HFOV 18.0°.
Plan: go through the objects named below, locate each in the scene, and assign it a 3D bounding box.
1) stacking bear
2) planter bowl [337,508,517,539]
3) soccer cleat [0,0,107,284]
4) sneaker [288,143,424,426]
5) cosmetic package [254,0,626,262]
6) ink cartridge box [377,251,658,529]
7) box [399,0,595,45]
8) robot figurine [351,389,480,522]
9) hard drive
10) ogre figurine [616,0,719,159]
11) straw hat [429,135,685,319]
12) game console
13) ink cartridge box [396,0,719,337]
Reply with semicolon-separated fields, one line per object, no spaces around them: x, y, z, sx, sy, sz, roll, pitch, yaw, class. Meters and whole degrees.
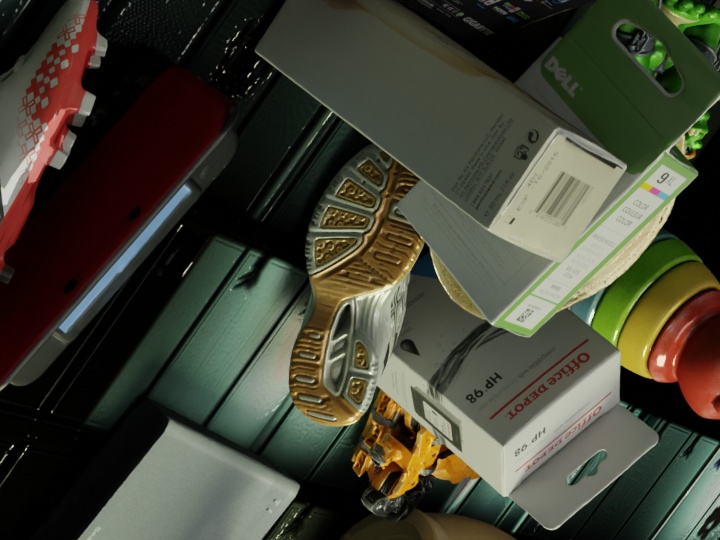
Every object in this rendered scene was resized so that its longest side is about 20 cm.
0.228;0.037;1.710;0.121;0.200;0.114;-29;144;-32;stacking bear
0.047;0.266;1.758;0.200;0.200;0.135;-47;124;-6;planter bowl
-0.195;-0.060;1.164;0.201;0.085;0.069;-66;-171;-6;soccer cleat
0.000;0.000;1.508;0.088;0.075;0.201;-53;163;-71;sneaker
0.046;-0.094;1.315;0.071;0.200;0.105;-56;151;9;cosmetic package
0.100;0.072;1.575;0.116;0.200;0.067;-37;147;-22;ink cartridge box
0.101;-0.205;1.286;0.198;0.050;0.200;-20;159;26;box
0.070;0.114;1.725;0.200;0.058;0.145;-14;134;-48;robot figurine
-0.134;0.170;1.536;0.140;0.033;0.200;-51;150;1;hard drive
0.205;-0.137;1.597;0.200;0.098;0.120;-59;168;-80;ogre figurine
0.109;-0.067;1.506;0.200;0.085;0.202;-17;126;-25;straw hat
-0.133;-0.009;1.250;0.200;0.119;0.172;-48;150;-3;game console
0.128;-0.067;1.356;0.200;0.104;0.059;-46;152;15;ink cartridge box
